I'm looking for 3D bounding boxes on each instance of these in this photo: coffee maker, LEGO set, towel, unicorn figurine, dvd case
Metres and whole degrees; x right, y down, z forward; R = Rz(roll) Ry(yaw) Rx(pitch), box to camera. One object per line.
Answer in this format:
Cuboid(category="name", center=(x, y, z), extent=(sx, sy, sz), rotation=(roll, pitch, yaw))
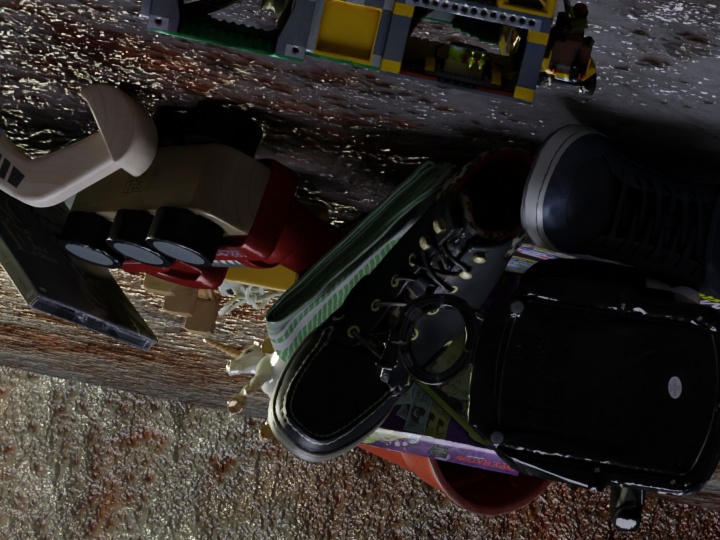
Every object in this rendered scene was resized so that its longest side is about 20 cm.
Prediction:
Cuboid(category="coffee maker", center=(0.124, 0.048, 1.290), extent=(0.192, 0.135, 0.200), rotation=(32, -175, 3))
Cuboid(category="LEGO set", center=(0.005, -0.145, 0.815), extent=(0.199, 0.116, 0.154), rotation=(14, -160, 2))
Cuboid(category="towel", center=(0.000, 0.000, 1.438), extent=(0.023, 0.153, 0.200), rotation=(47, 173, 7))
Cuboid(category="unicorn figurine", center=(-0.057, 0.067, 1.712), extent=(0.200, 0.137, 0.074), rotation=(-34, 101, 31))
Cuboid(category="dvd case", center=(-0.236, -0.032, 1.565), extent=(0.200, 0.016, 0.149), rotation=(52, -167, 29))

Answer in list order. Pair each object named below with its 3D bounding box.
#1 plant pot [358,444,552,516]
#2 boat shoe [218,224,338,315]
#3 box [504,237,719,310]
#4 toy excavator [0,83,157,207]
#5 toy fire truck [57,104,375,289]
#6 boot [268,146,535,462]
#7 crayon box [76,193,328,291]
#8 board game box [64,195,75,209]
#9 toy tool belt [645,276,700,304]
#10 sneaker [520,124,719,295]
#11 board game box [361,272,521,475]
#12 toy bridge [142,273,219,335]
Cuboid(category="plant pot", center=(0.053, 0.079, 1.787), extent=(0.195, 0.201, 0.201), rotation=(13, 175, 44))
Cuboid(category="boat shoe", center=(-0.093, -0.004, 1.722), extent=(0.201, 0.086, 0.075), rotation=(10, 171, 8))
Cuboid(category="box", center=(0.177, -0.015, 1.478), extent=(0.199, 0.044, 0.160), rotation=(15, 170, -20))
Cuboid(category="toy excavator", center=(-0.253, -0.070, 1.422), extent=(0.200, 0.195, 0.100), rotation=(37, 180, 20))
Cuboid(category="toy fire truck", center=(-0.071, -0.037, 1.475), extent=(0.200, 0.129, 0.176), rotation=(29, 162, -33))
Cuboid(category="boot", center=(0.029, 0.017, 1.351), extent=(0.073, 0.204, 0.154), rotation=(41, 146, 7))
Cuboid(category="crayon box", center=(-0.100, -0.027, 1.603), extent=(0.199, 0.051, 0.127), rotation=(10, -171, 5))
Cuboid(category="board game box", center=(-0.331, -0.076, 1.728), extent=(0.134, 0.034, 0.200), rotation=(1, 167, 43))
Cuboid(category="toy tool belt", center=(0.169, 0.074, 1.507), extent=(0.124, 0.123, 0.200), rotation=(10, 171, 6))
Cuboid(category="sneaker", center=(0.189, -0.027, 1.251), extent=(0.146, 0.077, 0.202), rotation=(16, -177, 32))
Cuboid(category="board game box", center=(0.063, 0.046, 1.542), extent=(0.120, 0.200, 0.032), rotation=(9, 140, -1))
Cuboid(category="toy bridge", center=(-0.151, 0.006, 1.909), extent=(0.027, 0.067, 0.200), rotation=(10, 169, 9))
